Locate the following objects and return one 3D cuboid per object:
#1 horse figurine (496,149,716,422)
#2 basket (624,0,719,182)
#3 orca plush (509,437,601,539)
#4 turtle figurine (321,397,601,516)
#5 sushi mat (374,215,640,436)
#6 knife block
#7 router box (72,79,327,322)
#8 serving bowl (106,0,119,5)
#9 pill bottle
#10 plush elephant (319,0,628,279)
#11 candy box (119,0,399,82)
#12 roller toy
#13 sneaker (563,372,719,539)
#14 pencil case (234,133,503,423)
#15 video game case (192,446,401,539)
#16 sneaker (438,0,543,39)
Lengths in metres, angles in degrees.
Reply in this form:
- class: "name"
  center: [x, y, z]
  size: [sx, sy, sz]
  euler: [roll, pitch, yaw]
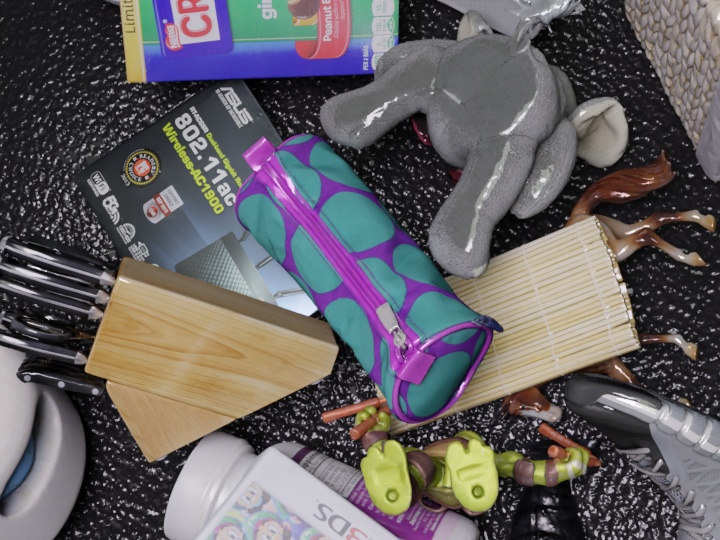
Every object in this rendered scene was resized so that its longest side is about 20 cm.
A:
- class: "horse figurine"
  center: [0.176, 0.015, 0.828]
  size: [0.132, 0.050, 0.201]
  euler: [7, 89, 24]
- class: "basket"
  center: [0.296, -0.190, 0.780]
  size: [0.198, 0.200, 0.161]
  euler: [-25, 71, 4]
- class: "orca plush"
  center: [0.141, 0.213, 0.790]
  size: [0.105, 0.071, 0.201]
  euler: [10, 81, 11]
- class: "turtle figurine"
  center: [0.051, 0.127, 0.762]
  size: [0.199, 0.161, 0.065]
  euler: [10, 90, 16]
- class: "sushi mat"
  center: [0.093, 0.042, 0.829]
  size: [0.199, 0.012, 0.096]
  euler: [-23, 74, 23]
- class: "knife block"
  center: [-0.137, 0.026, 0.778]
  size: [0.199, 0.064, 0.176]
  euler: [-26, 106, -1]
- class: "router box"
  center: [-0.100, -0.028, 0.878]
  size: [0.150, 0.062, 0.200]
  euler: [-34, 77, 0]
- class: "serving bowl"
  center: [-0.154, -0.295, 0.935]
  size: [0.199, 0.066, 0.201]
  euler: [-2, 79, 8]
- class: "pill bottle"
  center: [-0.029, 0.186, 0.802]
  size: [0.199, 0.112, 0.113]
  euler: [21, 84, 12]
- class: "plush elephant"
  center: [0.097, -0.104, 0.825]
  size: [0.165, 0.155, 0.200]
  euler: [42, 96, 23]
- class: "candy box"
  center: [-0.074, -0.228, 0.835]
  size: [0.199, 0.077, 0.170]
  euler: [-2, 118, -3]
- class: "roller toy"
  center: [-0.300, 0.121, 0.822]
  size: [0.182, 0.140, 0.200]
  euler: [-32, 58, -9]
- class: "sneaker"
  center: [0.212, 0.150, 0.773]
  size: [0.199, 0.075, 0.116]
  euler: [22, 92, -7]
- class: "pencil case"
  center: [0.000, 0.000, 0.757]
  size: [0.085, 0.092, 0.200]
  euler: [-44, 60, 5]
- class: "video game case"
  center: [-0.045, 0.234, 0.701]
  size: [0.182, 0.024, 0.200]
  euler: [33, 67, 16]
- class: "sneaker"
  center: [0.082, -0.261, 0.896]
  size: [0.200, 0.071, 0.099]
  euler: [36, 72, 20]
